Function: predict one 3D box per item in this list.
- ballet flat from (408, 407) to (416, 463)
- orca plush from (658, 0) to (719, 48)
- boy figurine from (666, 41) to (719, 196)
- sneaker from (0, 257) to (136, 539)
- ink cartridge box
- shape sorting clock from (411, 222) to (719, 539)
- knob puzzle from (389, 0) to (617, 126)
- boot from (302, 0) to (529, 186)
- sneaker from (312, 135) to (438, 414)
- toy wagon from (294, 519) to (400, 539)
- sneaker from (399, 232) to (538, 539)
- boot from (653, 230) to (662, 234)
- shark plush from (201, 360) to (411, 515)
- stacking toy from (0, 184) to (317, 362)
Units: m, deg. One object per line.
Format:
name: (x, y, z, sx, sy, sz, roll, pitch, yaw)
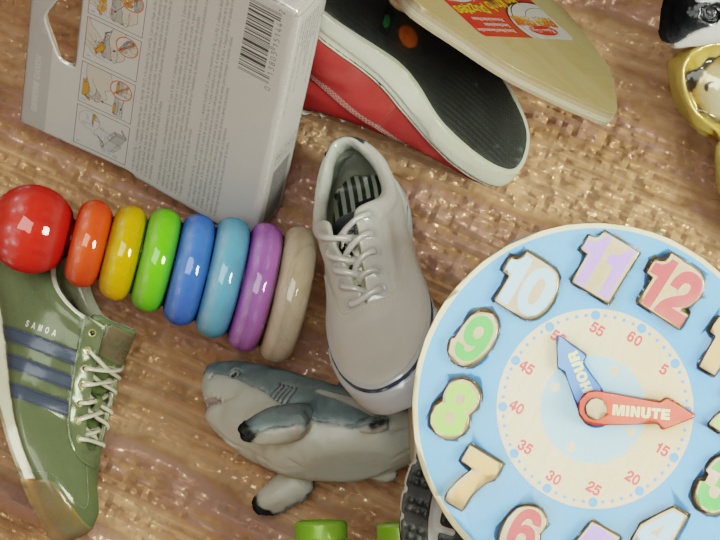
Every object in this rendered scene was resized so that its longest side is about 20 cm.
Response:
ballet flat: (0.069, 0.132, 1.308, 0.067, 0.068, 0.201, -16, 72, -13)
orca plush: (0.275, -0.190, 1.348, 0.198, 0.105, 0.072, -8, 109, 6)
boy figurine: (0.270, -0.071, 1.357, 0.124, 0.064, 0.200, -44, 80, 1)
sneaker: (-0.181, 0.061, 1.393, 0.089, 0.067, 0.202, -21, 74, 9)
ink cartridge box: (-0.117, -0.133, 1.360, 0.175, 0.201, 0.045, 28, 49, 11)
shape sorting clock: (0.126, 0.075, 1.194, 0.198, 0.039, 0.202, -1, 85, 7)
knob puzzle: (0.074, -0.148, 1.341, 0.219, 0.219, 0.031, 41, 113, 13)
boot: (0.000, -0.108, 1.404, 0.200, 0.144, 0.073, 38, 53, -19)
sneaker: (0.000, 0.000, 1.329, 0.073, 0.071, 0.201, -25, 40, 11)
toy wagon: (-0.012, 0.226, 1.320, 0.199, 0.039, 0.157, -4, 85, 44)
sneaker: (0.077, 0.078, 1.261, 0.073, 0.080, 0.201, 23, 88, -3)
boot: (0.224, 0.034, 1.325, 0.200, 0.072, 0.155, -41, 73, 20)
shark plush: (0.000, 0.079, 1.369, 0.198, 0.091, 0.084, -13, 48, 10)
stacking toy: (-0.131, -0.005, 1.365, 0.198, 0.085, 0.086, 13, 81, -7)
